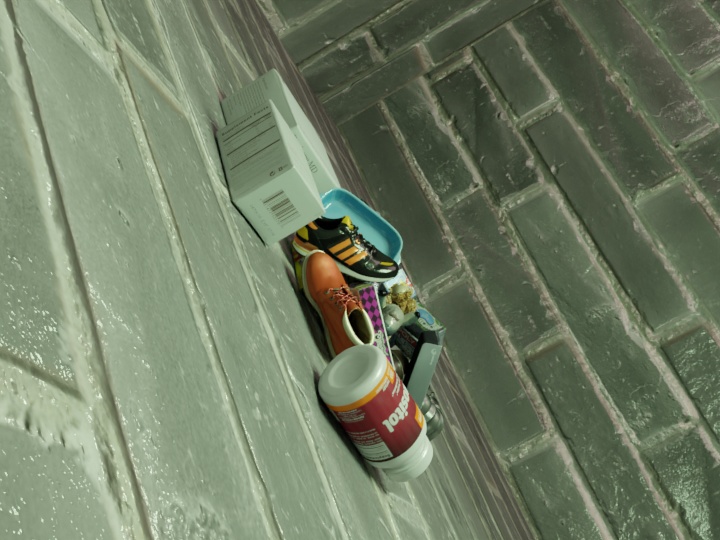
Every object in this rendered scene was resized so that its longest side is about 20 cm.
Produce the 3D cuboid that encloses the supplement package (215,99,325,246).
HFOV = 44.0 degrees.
[{"bbox_3d":[-0.152,-0.164,1.477,0.117,0.116,0.201,53,11,-43],"label":"supplement package"}]

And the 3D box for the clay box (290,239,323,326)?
[{"bbox_3d":[-0.072,0.027,1.607,0.116,0.047,0.201,57,8,-31],"label":"clay box"}]

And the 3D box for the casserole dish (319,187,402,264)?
[{"bbox_3d":[-0.015,-0.062,1.646,0.199,0.122,0.039,38,-21,1],"label":"casserole dish"}]

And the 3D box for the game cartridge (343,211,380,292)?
[{"bbox_3d":[0.000,0.000,1.738,0.134,0.040,0.203,121,-21,-51],"label":"game cartridge"}]

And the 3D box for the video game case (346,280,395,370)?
[{"bbox_3d":[0.017,0.122,1.559,0.181,0.035,0.204,-166,-117,-80],"label":"video game case"}]

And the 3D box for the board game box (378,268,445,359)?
[{"bbox_3d":[0.093,0.101,1.944,0.200,0.061,0.201,45,-26,24],"label":"board game box"}]

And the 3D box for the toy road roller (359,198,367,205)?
[{"bbox_3d":[-0.012,-0.056,2.130,0.201,0.121,0.148,52,25,-42],"label":"toy road roller"}]

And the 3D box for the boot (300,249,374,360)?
[{"bbox_3d":[-0.033,0.050,1.465,0.203,0.074,0.107,68,-27,10],"label":"boot"}]

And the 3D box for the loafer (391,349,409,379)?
[{"bbox_3d":[0.059,0.176,1.707,0.200,0.070,0.074,-172,-112,-82],"label":"loafer"}]

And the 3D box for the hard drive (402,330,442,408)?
[{"bbox_3d":[0.107,0.220,1.714,0.042,0.203,0.135,18,10,-1],"label":"hard drive"}]

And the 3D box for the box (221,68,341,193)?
[{"bbox_3d":[-0.152,-0.237,1.716,0.200,0.129,0.202,54,10,-45],"label":"box"}]

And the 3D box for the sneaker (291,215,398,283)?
[{"bbox_3d":[-0.018,-0.047,1.563,0.197,0.091,0.070,19,26,-4],"label":"sneaker"}]

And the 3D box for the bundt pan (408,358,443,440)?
[{"bbox_3d":[0.119,0.277,1.934,0.204,0.075,0.202,59,7,-12],"label":"bundt pan"}]

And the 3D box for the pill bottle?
[{"bbox_3d":[0.029,0.217,1.326,0.201,0.112,0.113,58,7,-29],"label":"pill bottle"}]

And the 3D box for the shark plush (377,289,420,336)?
[{"bbox_3d":[0.025,0.111,1.690,0.090,0.199,0.084,37,57,-15],"label":"shark plush"}]

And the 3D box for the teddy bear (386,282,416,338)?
[{"bbox_3d":[0.050,0.094,1.806,0.144,0.201,0.067,-25,71,-39],"label":"teddy bear"}]
